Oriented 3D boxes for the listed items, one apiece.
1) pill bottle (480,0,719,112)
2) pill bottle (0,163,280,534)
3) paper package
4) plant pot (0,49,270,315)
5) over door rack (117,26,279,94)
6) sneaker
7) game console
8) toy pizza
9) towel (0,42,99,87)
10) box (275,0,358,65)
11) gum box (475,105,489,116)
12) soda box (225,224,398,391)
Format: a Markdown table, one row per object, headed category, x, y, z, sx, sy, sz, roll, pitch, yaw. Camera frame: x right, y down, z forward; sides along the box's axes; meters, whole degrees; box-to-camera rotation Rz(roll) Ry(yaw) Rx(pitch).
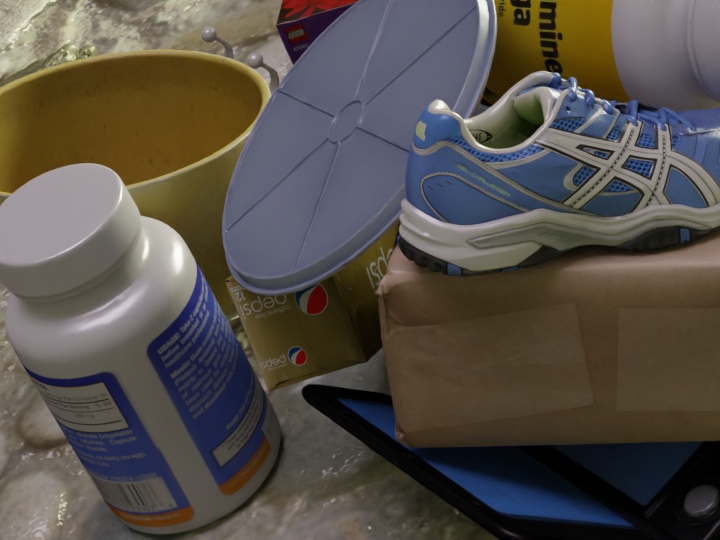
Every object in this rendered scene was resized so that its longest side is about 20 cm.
| category | x | y | z | sx | sy | sz | roll | pitch | yaw |
| --- | --- | --- | --- | --- | --- | --- | --- | --- | --- |
| pill bottle | 0.137 | -0.134 | 1.294 | 0.199 | 0.113 | 0.113 | 10 | 48 | 45 |
| pill bottle | -0.129 | 0.041 | 1.381 | 0.111 | 0.201 | 0.112 | -16 | 36 | 12 |
| paper package | 0.118 | 0.001 | 1.269 | 0.198 | 0.104 | 0.191 | -2 | 27 | 7 |
| plant pot | -0.141 | -0.028 | 1.508 | 0.198 | 0.143 | 0.200 | -7 | 28 | 4 |
| over door rack | -0.139 | -0.086 | 1.663 | 0.200 | 0.067 | 0.148 | -37 | 36 | -15 |
| sneaker | 0.112 | -0.054 | 1.178 | 0.199 | 0.078 | 0.076 | -13 | 26 | -22 |
| game console | 0.103 | 0.068 | 1.273 | 0.176 | 0.117 | 0.200 | -46 | 40 | -10 |
| toy pizza | 0.003 | -0.069 | 1.282 | 0.200 | 0.032 | 0.201 | -37 | 32 | 28 |
| towel | -0.272 | -0.080 | 1.724 | 0.200 | 0.037 | 0.148 | -48 | 15 | -31 |
| box | 0.046 | -0.214 | 1.723 | 0.199 | 0.039 | 0.137 | -15 | 31 | 16 |
| gum box | 0.087 | -0.161 | 1.508 | 0.169 | 0.045 | 0.201 | -21 | 35 | 28 |
| soda box | 0.000 | 0.000 | 1.393 | 0.064 | 0.068 | 0.200 | -17 | 9 | 26 |
